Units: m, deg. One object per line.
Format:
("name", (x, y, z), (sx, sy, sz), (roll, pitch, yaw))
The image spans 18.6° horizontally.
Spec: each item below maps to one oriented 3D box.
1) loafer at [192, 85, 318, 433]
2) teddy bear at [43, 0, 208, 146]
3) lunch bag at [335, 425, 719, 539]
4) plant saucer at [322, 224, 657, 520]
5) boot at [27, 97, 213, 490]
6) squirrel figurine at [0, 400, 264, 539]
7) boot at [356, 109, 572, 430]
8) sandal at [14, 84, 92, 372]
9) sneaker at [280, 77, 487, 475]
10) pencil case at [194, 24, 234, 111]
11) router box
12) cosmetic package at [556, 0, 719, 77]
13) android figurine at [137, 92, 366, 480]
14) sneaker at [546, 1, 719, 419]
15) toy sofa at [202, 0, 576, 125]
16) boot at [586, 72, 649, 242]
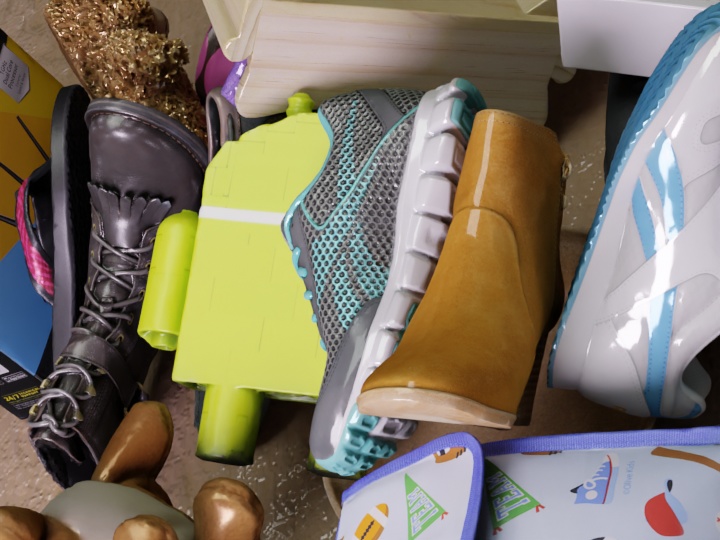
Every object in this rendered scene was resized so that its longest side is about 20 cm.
("loafer", (-0.074, -0.005, 1.204), (0.072, 0.063, 0.200), (18, 98, 59))
("teddy bear", (-0.121, -0.098, 1.327), (0.067, 0.145, 0.200), (-29, 45, -8))
("lunch bag", (0.074, 0.161, 0.937), (0.200, 0.124, 0.170), (-4, 50, 18))
("plant saucer", (0.073, 0.068, 1.107), (0.200, 0.035, 0.200), (-21, 45, 23))
("boot", (-0.136, 0.023, 1.210), (0.069, 0.200, 0.174), (12, 55, 16))
("squirrel figurine", (-0.083, 0.194, 1.061), (0.187, 0.142, 0.200), (24, 115, 21))
("boot", (0.050, -0.002, 0.992), (0.071, 0.201, 0.144), (5, 89, 17))
("sandal", (-0.178, -0.011, 1.288), (0.045, 0.075, 0.200), (-1, 87, 14))
("sneaker", (0.000, 0.000, 1.068), (0.091, 0.078, 0.200), (9, 75, 25))
("pencil case", (-0.026, -0.088, 1.287), (0.200, 0.091, 0.094), (43, 120, 51))
("router box", (-0.218, -0.032, 1.335), (0.051, 0.149, 0.200), (-18, 47, 32))
("cosmetic package", (0.206, -0.129, 1.087), (0.200, 0.051, 0.083), (9, 44, 23))
("android figurine", (-0.025, 0.005, 1.126), (0.182, 0.041, 0.200), (4, 77, 18))
("sneaker", (0.149, -0.026, 0.991), (0.081, 0.200, 0.077), (19, 26, 4))
("toy sofa", (0.016, -0.141, 1.192), (0.200, 0.098, 0.083), (2, 35, -18))
("boot", (0.203, -0.068, 1.106), (0.165, 0.066, 0.200), (2, 40, 13))
